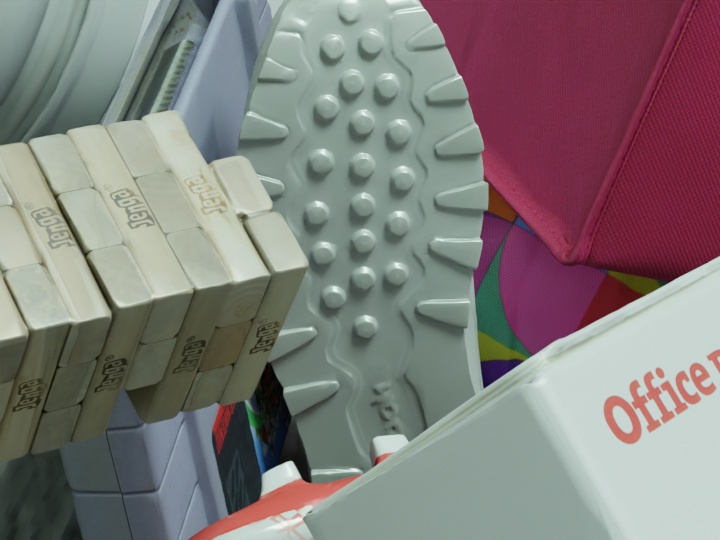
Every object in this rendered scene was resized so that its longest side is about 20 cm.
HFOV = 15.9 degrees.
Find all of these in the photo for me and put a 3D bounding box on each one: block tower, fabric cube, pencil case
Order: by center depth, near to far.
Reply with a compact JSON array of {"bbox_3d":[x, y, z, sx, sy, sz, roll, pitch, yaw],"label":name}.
[{"bbox_3d":[-0.115,0.017,0.573,0.199,0.058,0.054,-13,56,-30],"label":"block tower"},{"bbox_3d":[0.099,0.035,0.839,0.199,0.089,0.088,32,28,12],"label":"pencil case"},{"bbox_3d":[0.139,-0.112,0.841,0.198,0.197,0.200,10,24,-30],"label":"fabric cube"}]

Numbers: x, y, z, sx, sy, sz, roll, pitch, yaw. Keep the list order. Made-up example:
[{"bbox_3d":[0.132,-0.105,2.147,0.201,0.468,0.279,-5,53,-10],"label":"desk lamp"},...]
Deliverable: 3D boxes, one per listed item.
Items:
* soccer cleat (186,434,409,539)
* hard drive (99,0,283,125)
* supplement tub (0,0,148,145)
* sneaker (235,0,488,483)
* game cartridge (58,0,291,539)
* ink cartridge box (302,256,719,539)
[{"bbox_3d":[0.033,0.100,0.705,0.199,0.069,0.086,12,49,-44],"label":"soccer cleat"},{"bbox_3d":[-0.042,-0.104,0.880,0.131,0.026,0.201,-4,92,-50],"label":"hard drive"},{"bbox_3d":[-0.174,-0.107,0.755,0.199,0.146,0.146,17,34,-32],"label":"supplement tub"},{"bbox_3d":[0.000,0.000,0.769,0.076,0.201,0.081,-6,26,-2],"label":"sneaker"},{"bbox_3d":[-0.047,0.005,0.753,0.038,0.130,0.200,-6,32,14],"label":"game cartridge"},{"bbox_3d":[0.095,0.109,0.645,0.144,0.084,0.201,-22,82,-57],"label":"ink cartridge box"}]
